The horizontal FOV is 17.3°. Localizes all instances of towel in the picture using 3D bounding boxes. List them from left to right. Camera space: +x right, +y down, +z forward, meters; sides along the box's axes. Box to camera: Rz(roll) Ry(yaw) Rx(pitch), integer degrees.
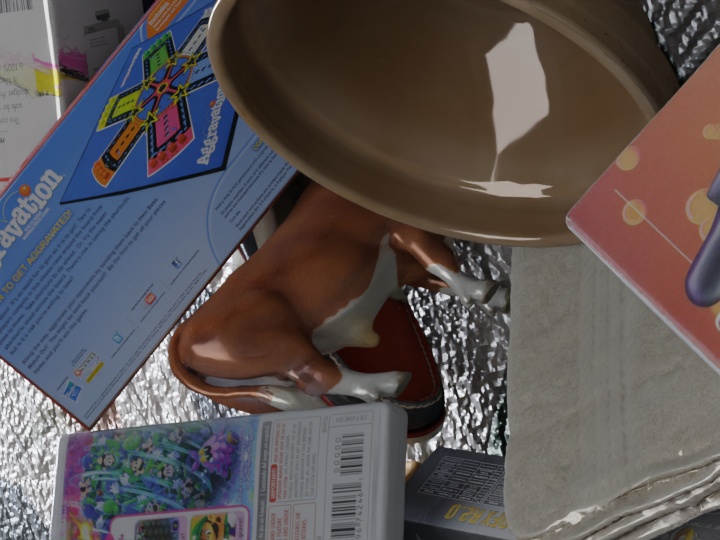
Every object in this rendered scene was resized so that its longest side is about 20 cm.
[{"bbox_3d":[0.118,0.026,0.988,0.132,0.034,0.201,-29,41,35],"label":"towel"}]

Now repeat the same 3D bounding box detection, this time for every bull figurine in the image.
[{"bbox_3d":[0.000,0.000,1.124,0.121,0.200,0.065,36,160,18],"label":"bull figurine"}]

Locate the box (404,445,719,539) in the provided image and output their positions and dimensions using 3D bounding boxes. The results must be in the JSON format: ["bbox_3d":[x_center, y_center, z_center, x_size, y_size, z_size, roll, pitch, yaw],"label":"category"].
[{"bbox_3d":[0.123,0.158,1.037,0.199,0.048,0.159,5,135,48],"label":"box"}]

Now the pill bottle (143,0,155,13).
[{"bbox_3d":[-0.149,-0.112,1.269,0.111,0.110,0.201,-45,57,45],"label":"pill bottle"}]

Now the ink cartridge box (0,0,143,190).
[{"bbox_3d":[-0.163,-0.083,1.161,0.116,0.067,0.202,0,98,39],"label":"ink cartridge box"}]

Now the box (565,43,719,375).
[{"bbox_3d":[0.202,-0.031,0.839,0.200,0.106,0.152,-48,59,5],"label":"box"}]

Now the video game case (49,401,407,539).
[{"bbox_3d":[-0.065,0.164,1.048,0.181,0.024,0.202,-8,70,29],"label":"video game case"}]

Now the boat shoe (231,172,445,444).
[{"bbox_3d":[-0.015,0.001,1.196,0.201,0.071,0.063,56,140,32],"label":"boat shoe"}]

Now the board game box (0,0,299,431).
[{"bbox_3d":[-0.102,-0.036,1.103,0.103,0.200,0.019,40,176,-13],"label":"board game box"}]

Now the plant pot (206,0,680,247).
[{"bbox_3d":[0.044,-0.102,0.983,0.200,0.200,0.093,-14,48,50],"label":"plant pot"}]

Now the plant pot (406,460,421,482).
[{"bbox_3d":[-0.005,0.224,1.166,0.200,0.200,0.184,-32,92,48],"label":"plant pot"}]
